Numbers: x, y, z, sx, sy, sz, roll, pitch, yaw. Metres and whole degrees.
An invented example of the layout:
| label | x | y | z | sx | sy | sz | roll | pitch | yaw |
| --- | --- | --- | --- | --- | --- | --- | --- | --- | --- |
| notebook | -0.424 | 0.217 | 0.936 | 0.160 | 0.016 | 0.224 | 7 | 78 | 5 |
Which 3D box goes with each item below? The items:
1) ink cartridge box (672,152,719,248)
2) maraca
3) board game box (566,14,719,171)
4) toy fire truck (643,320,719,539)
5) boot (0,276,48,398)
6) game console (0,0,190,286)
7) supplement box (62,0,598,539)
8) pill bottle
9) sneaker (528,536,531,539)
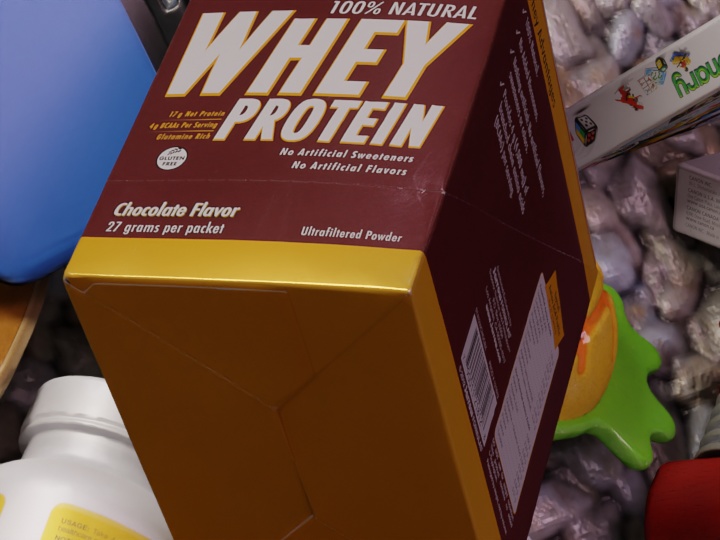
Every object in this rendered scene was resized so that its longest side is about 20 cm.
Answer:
| label | x | y | z | sx | sy | sz | roll | pitch | yaw |
| --- | --- | --- | --- | --- | --- | --- | --- | --- | --- |
| ink cartridge box | 0.297 | -0.028 | 1.255 | 0.176 | 0.200 | 0.045 | -14 | 116 | -35 |
| maraca | 0.077 | 0.028 | 1.147 | 0.200 | 0.107 | 0.137 | 26 | 43 | -31 |
| board game box | 0.202 | -0.112 | 1.220 | 0.126 | 0.200 | 0.035 | -21 | 85 | -35 |
| toy fire truck | 0.202 | 0.075 | 1.153 | 0.200 | 0.129 | 0.176 | 49 | 53 | -29 |
| boot | -0.224 | 0.043 | 0.984 | 0.144 | 0.071 | 0.201 | 27 | 48 | -6 |
| game console | -0.132 | -0.118 | 1.039 | 0.171 | 0.118 | 0.200 | -61 | 128 | -75 |
| supplement box | 0.000 | 0.000 | 0.944 | 0.197 | 0.133 | 0.200 | 73 | 26 | -43 |
| pill bottle | -0.129 | 0.149 | 0.968 | 0.112 | 0.112 | 0.200 | 29 | 58 | -18 |
| sneaker | 0.070 | 0.136 | 1.114 | 0.200 | 0.075 | 0.115 | 5 | 73 | -26 |
